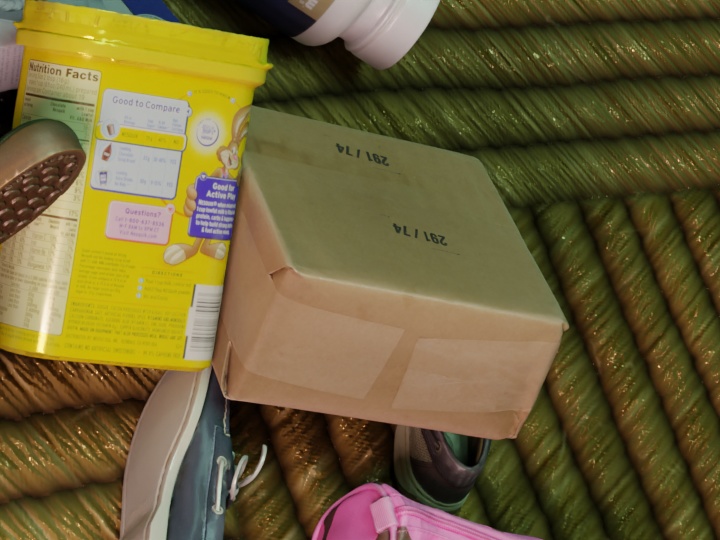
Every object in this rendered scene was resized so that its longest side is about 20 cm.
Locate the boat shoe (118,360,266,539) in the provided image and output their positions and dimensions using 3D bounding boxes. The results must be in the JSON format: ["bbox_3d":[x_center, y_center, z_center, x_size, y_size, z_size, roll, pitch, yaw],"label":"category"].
[{"bbox_3d":[-0.100,0.133,1.566,0.062,0.075,0.200,27,46,-22],"label":"boat shoe"}]

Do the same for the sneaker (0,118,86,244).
[{"bbox_3d":[-0.244,-0.043,1.483,0.067,0.200,0.090,-3,58,-56],"label":"sneaker"}]

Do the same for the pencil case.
[{"bbox_3d":[0.072,0.193,1.652,0.200,0.094,0.091,19,53,-27],"label":"pencil case"}]

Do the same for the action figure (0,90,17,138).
[{"bbox_3d":[-0.191,-0.065,1.620,0.200,0.069,0.130,41,51,-5],"label":"action figure"}]

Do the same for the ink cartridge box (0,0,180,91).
[{"bbox_3d":[-0.221,-0.187,1.625,0.200,0.041,0.200,-13,47,-33],"label":"ink cartridge box"}]

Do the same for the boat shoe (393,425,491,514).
[{"bbox_3d":[0.060,0.063,1.743,0.072,0.066,0.201,19,53,-27],"label":"boat shoe"}]

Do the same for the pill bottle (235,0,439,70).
[{"bbox_3d":[-0.045,-0.224,1.810,0.200,0.111,0.111,32,48,-18],"label":"pill bottle"}]

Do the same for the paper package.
[{"bbox_3d":[0.000,0.000,1.636,0.200,0.104,0.191,10,34,-27],"label":"paper package"}]

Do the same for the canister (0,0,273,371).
[{"bbox_3d":[-0.139,-0.048,1.540,0.148,0.086,0.201,7,94,-34],"label":"canister"}]
